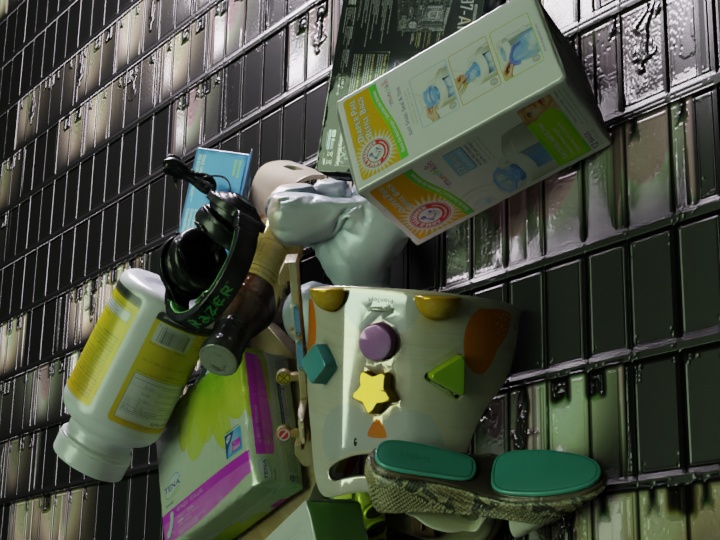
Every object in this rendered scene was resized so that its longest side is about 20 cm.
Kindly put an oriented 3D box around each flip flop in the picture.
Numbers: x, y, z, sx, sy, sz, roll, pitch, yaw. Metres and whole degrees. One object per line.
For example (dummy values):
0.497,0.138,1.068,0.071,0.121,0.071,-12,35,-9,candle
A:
0.061,0.203,1.226,0.199,0.057,0.083,-10,72,55,flip flop

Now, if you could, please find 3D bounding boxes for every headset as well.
-0.156,-0.035,1.333,0.123,0.093,0.201,-44,30,26,headset

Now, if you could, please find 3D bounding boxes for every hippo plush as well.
0.000,0.000,1.344,0.197,0.159,0.164,3,103,15,hippo plush

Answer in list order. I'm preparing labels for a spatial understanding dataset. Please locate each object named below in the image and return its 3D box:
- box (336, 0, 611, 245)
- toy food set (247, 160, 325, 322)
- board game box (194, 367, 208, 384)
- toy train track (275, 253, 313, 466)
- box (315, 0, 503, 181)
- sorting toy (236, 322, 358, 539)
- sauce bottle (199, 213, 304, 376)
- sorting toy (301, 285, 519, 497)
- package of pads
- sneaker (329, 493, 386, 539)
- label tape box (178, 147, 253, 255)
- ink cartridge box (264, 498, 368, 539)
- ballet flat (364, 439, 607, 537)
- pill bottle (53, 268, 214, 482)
0.094,-0.126,1.170,0.198,0.112,0.102,-27,54,18,box
-0.093,-0.021,1.537,0.143,0.060,0.203,29,103,67,toy food set
-0.172,0.191,1.602,0.202,0.028,0.136,-61,37,25,board game box
-0.065,0.085,1.265,0.115,0.032,0.203,-82,-11,-70,toy train track
0.047,-0.185,1.322,0.158,0.043,0.203,5,83,30,box
-0.069,0.188,1.414,0.200,0.069,0.201,41,114,52,sorting toy
-0.110,0.024,1.368,0.066,0.066,0.201,-42,17,41,sauce bottle
0.025,0.110,1.188,0.197,0.107,0.183,2,83,21,sorting toy
-0.139,0.183,1.396,0.200,0.067,0.157,-41,49,42,package of pads
-0.008,0.295,1.294,0.084,0.073,0.203,-125,40,-77,sneaker
-0.162,-0.053,1.482,0.200,0.062,0.147,132,150,-83,label tape box
-0.028,0.310,1.174,0.104,0.059,0.202,-47,46,41,ink cartridge box
0.101,0.182,1.120,0.068,0.197,0.076,-68,-22,-58,ballet flat
-0.237,0.109,1.412,0.112,0.111,0.202,36,100,54,pill bottle
